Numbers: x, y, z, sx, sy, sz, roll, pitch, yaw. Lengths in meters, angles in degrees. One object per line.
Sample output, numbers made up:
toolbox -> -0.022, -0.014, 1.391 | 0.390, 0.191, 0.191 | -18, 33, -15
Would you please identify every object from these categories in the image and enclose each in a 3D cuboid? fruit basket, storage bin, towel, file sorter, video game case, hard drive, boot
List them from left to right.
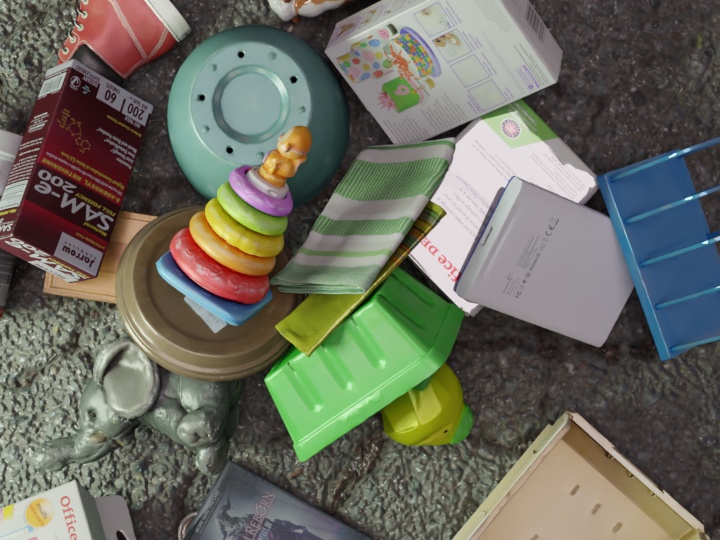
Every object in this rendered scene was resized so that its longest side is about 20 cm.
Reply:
boot -> -0.295, -0.291, 1.651 | 0.144, 0.072, 0.201 | -37, 93, 0
video game case -> -0.081, 0.297, 1.617 | 0.199, 0.143, 0.019 | 29, 133, -1
towel -> 0.000, 0.000, 1.547 | 0.200, 0.086, 0.018 | -46, 114, -7
towel -> 0.005, -0.056, 1.577 | 0.023, 0.152, 0.201 | 50, 60, -28
fruit basket -> 0.033, 0.123, 1.591 | 0.213, 0.156, 0.218 | 6, 114, 13
hard drive -> 0.204, -0.006, 1.606 | 0.199, 0.025, 0.133 | 19, 103, -34
storage bin -> 0.231, 0.285, 1.630 | 0.200, 0.094, 0.199 | 41, 89, 1
file sorter -> 0.360, -0.033, 1.597 | 0.138, 0.122, 0.202 | -19, 88, -42

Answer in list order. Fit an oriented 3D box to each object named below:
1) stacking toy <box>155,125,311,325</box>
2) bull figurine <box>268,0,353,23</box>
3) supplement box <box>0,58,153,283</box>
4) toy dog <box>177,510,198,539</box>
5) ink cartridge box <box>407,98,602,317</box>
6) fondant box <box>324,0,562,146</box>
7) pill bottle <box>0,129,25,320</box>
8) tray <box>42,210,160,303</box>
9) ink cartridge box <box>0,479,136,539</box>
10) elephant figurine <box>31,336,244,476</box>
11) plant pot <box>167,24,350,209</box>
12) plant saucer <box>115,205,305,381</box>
stacking toy -> -0.105, -0.058, 1.507 | 0.109, 0.116, 0.201 | 34, 111, 6
bull figurine -> -0.015, -0.326, 1.627 | 0.198, 0.065, 0.123 | -1, 74, 37
supplement box -> -0.297, -0.102, 1.599 | 0.108, 0.061, 0.202 | 28, 67, -35
toy dog -> -0.165, 0.360, 1.621 | 0.131, 0.096, 0.201 | 27, 88, 0
ink cartridge box -> 0.133, -0.069, 1.642 | 0.200, 0.084, 0.146 | -45, 89, -2
fondant box -> 0.085, -0.223, 1.583 | 0.199, 0.059, 0.145 | -22, 123, 30
pill bottle -> -0.410, -0.049, 1.619 | 0.115, 0.116, 0.202 | 13, 88, 0
tray -> -0.233, -0.010, 1.660 | 0.198, 0.037, 0.100 | 8, 88, 0
ink cartridge box -> -0.326, 0.311, 1.588 | 0.198, 0.125, 0.130 | -22, 67, -1
elephant figurine -> -0.228, 0.131, 1.611 | 0.198, 0.142, 0.156 | 13, 44, 7
plant pot -> -0.110, -0.162, 1.604 | 0.198, 0.161, 0.203 | 0, 89, 0
plant saucer -> -0.152, 0.017, 1.594 | 0.198, 0.030, 0.202 | 6, 62, -12
